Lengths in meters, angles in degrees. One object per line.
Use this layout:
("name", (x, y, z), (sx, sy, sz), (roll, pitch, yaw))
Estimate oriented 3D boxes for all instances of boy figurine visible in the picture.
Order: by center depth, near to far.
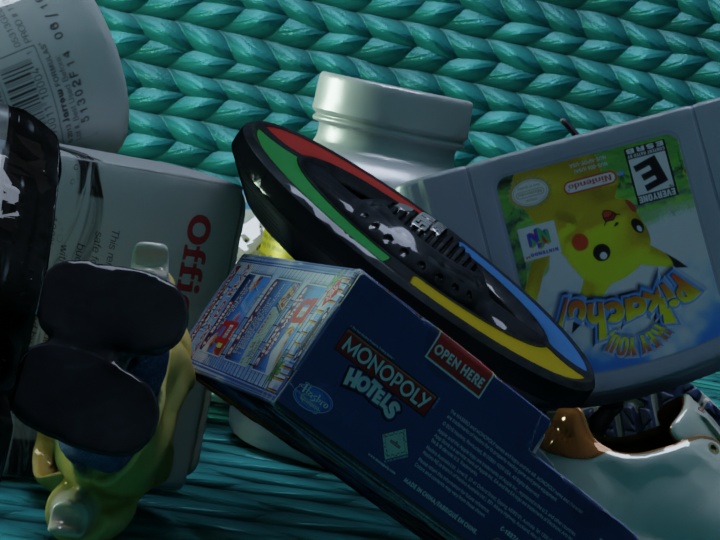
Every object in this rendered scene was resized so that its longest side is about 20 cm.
("boy figurine", (-0.101, 0.050, 0.955), (0.064, 0.125, 0.200), (16, -14, -3))

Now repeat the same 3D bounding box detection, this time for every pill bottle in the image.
("pill bottle", (-0.220, -0.072, 1.125), (0.199, 0.115, 0.114), (-25, 21, -23))
("pill bottle", (0.000, 0.000, 1.275), (0.111, 0.202, 0.112), (11, 5, -1))

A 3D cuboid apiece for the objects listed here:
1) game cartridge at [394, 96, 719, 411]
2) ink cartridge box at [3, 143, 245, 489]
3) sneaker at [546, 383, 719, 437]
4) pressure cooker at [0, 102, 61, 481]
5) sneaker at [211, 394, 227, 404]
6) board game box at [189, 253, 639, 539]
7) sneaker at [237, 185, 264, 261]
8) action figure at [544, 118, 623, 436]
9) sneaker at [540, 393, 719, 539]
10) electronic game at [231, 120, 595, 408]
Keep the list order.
("game cartridge", (0.125, -0.003, 1.185), (0.198, 0.134, 0.040), (-15, -10, 5))
("ink cartridge box", (-0.165, 0.013, 1.062), (0.199, 0.146, 0.084), (9, 6, -33))
("sneaker", (0.139, 0.086, 1.390), (0.199, 0.078, 0.085), (15, 2, 28))
("pressure cooker", (-0.211, 0.008, 0.800), (0.198, 0.180, 0.176), (12, 9, -13))
("sneaker", (-0.088, 0.026, 1.415), (0.077, 0.092, 0.200), (7, 6, -33))
("board game box", (0.011, 0.061, 0.975), (0.200, 0.062, 0.200), (38, -7, -27))
("sneaker", (-0.070, 0.009, 1.324), (0.200, 0.072, 0.072), (-42, 34, -25))
("action figure", (0.120, 0.025, 1.269), (0.102, 0.202, 0.118), (10, 4, -45))
("sneaker", (0.181, 0.109, 1.151), (0.198, 0.085, 0.073), (12, 3, -8))
("electronic game", (0.025, -0.004, 1.081), (0.199, 0.042, 0.200), (35, 11, -8))
